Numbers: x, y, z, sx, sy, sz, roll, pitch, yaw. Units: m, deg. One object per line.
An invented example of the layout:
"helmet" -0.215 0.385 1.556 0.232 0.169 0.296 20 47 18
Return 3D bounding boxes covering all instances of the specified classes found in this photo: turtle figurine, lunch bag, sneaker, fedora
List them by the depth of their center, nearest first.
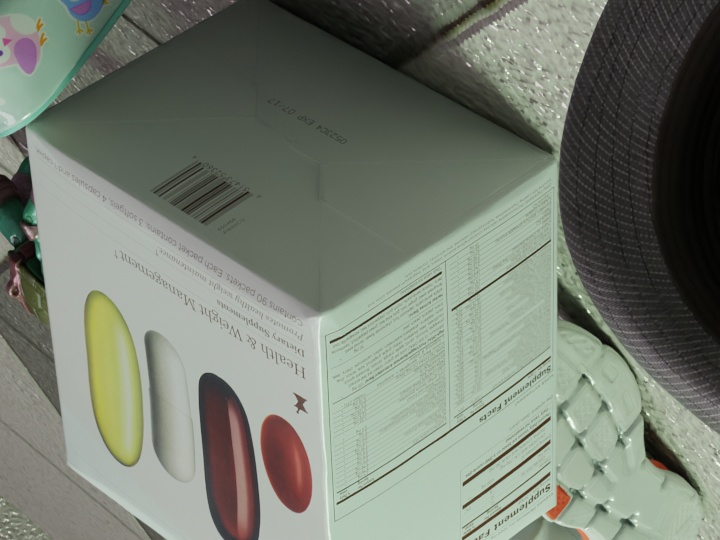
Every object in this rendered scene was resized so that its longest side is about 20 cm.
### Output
"fedora" 0.164 -0.025 0.851 0.199 0.178 0.090 20 -175 36
"lunch bag" -0.174 -0.142 1.343 0.077 0.161 0.200 44 161 -32
"sneaker" 0.096 0.083 1.465 0.082 0.077 0.200 37 166 43
"turtle figurine" -0.178 -0.015 1.865 0.200 0.101 0.150 38 167 39

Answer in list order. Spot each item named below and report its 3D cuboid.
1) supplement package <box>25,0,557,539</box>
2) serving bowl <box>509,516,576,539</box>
"supplement package" -0.028 0.023 1.334 0.191 0.147 0.201 31 140 35
"serving bowl" 0.042 0.119 1.525 0.200 0.200 0.066 42 137 -3
